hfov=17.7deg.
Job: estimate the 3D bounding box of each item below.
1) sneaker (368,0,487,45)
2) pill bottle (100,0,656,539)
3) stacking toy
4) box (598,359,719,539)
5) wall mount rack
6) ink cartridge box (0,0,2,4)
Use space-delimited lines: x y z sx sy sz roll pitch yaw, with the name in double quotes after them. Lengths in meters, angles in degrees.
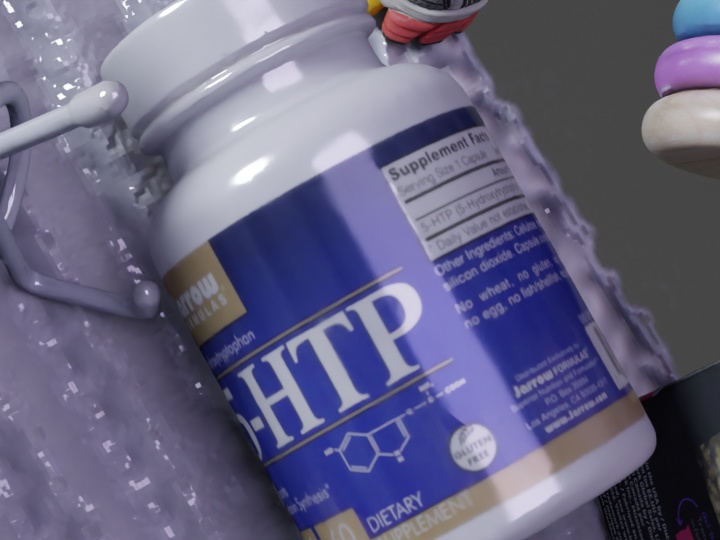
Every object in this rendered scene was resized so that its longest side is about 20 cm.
0.000 -0.184 0.836 0.078 0.082 0.200 -31 87 -25 "sneaker"
0.000 0.000 0.765 0.119 0.120 0.200 -28 86 -25 "pill bottle"
0.160 -0.135 0.862 0.085 0.085 0.201 11 83 -17 "stacking toy"
0.176 0.069 0.767 0.122 0.200 0.106 -12 80 -23 "box"
-0.110 0.028 0.686 0.074 0.174 0.201 13 70 8 "wall mount rack"
-0.179 0.007 0.697 0.068 0.115 0.201 22 69 -12 "ink cartridge box"
